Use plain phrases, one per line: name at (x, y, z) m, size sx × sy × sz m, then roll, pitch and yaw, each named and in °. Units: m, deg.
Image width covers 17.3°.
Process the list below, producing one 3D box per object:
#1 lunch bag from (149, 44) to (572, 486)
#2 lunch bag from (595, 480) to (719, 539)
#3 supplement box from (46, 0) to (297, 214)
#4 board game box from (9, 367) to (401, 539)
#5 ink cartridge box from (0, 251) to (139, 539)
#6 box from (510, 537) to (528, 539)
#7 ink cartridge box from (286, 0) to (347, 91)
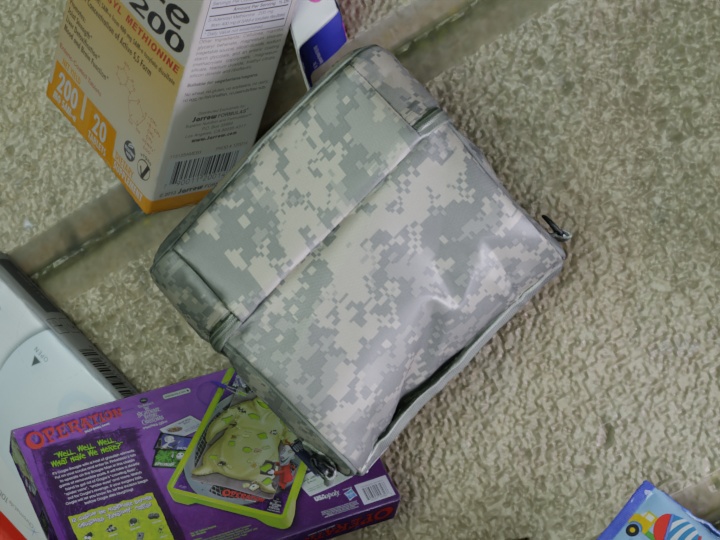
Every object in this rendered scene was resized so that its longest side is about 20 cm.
lunch bag at (0.000, 0.000, 1.351) m, size 0.200 × 0.139 × 0.168 m, roll -45°, pitch 80°, yaw -3°
lunch bag at (0.172, 0.232, 1.349) m, size 0.150 × 0.094 × 0.200 m, roll 37°, pitch 88°, yaw 16°
supplement box at (-0.107, -0.151, 1.375) m, size 0.126 × 0.073 × 0.201 m, roll 47°, pitch 134°, yaw 34°
board game box at (-0.090, 0.119, 1.374) m, size 0.199 × 0.032 × 0.120 m, roll -15°, pitch 62°, yaw -22°
ink cartridge box at (-0.243, 0.113, 1.493) m, size 0.160 × 0.047 × 0.200 m, roll 44°, pitch 100°, yaw 13°
box at (-0.014, 0.181, 1.358) m, size 0.199 × 0.163 × 0.021 m, roll -12°, pitch 83°, yaw 17°
ink cartridge box at (-0.040, -0.191, 1.402) m, size 0.037 × 0.095 × 0.201 m, roll -14°, pitch 85°, yaw 1°
